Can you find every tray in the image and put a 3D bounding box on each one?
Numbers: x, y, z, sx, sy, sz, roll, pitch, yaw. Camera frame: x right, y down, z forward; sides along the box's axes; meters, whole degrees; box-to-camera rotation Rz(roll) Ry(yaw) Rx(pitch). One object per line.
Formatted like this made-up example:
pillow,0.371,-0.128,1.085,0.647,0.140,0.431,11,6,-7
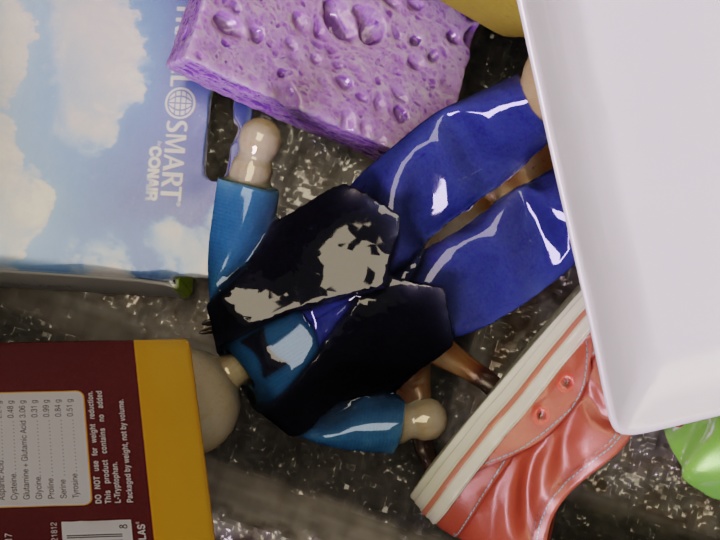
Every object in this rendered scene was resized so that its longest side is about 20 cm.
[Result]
tray,0.114,-0.047,0.714,0.106,0.022,0.202,-13,112,4

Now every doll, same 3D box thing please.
doll,0.000,0.000,0.802,0.199,0.048,0.137,-36,96,7

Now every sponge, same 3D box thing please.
sponge,0.007,-0.150,0.861,0.111,0.030,0.202,22,75,-17

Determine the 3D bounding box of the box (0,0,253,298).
box,-0.140,-0.055,0.870,0.198,0.048,0.123,4,81,3

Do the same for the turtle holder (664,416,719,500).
turtle holder,0.209,0.014,0.808,0.132,0.140,0.186,44,119,22

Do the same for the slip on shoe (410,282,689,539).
slip on shoe,0.101,0.026,0.789,0.061,0.074,0.200,40,98,4

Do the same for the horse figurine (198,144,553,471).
horse figurine,0.053,0.003,0.850,0.200,0.050,0.133,-43,85,-1

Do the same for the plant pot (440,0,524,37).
plant pot,0.076,-0.195,0.783,0.195,0.194,0.201,-39,113,-22

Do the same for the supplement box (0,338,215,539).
supplement box,-0.149,0.139,0.710,0.198,0.134,0.198,-1,44,-11
